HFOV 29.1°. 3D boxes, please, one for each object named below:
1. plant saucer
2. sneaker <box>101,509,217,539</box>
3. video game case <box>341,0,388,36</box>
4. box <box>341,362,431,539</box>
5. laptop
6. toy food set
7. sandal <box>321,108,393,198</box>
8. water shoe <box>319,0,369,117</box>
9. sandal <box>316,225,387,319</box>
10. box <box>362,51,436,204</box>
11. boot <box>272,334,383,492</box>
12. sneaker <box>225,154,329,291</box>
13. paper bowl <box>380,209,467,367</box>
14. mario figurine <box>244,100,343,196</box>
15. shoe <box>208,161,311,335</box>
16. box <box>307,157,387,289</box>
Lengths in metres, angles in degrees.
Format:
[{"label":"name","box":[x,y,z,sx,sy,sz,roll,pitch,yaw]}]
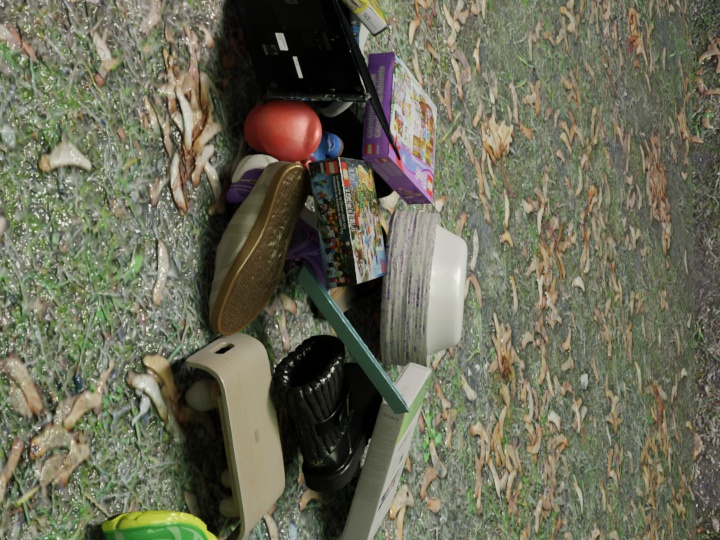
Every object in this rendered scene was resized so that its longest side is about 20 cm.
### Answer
[{"label":"plant saucer","box":[-0.011,0.077,1.551,0.201,0.019,0.070,54,1,-6]},{"label":"sneaker","box":[-0.176,0.284,1.328,0.200,0.073,0.085,48,40,-51]},{"label":"video game case","box":[-0.045,-0.404,1.689,0.180,0.025,0.202,37,27,-56]},{"label":"box","box":[0.032,0.228,1.693,0.144,0.036,0.203,-46,155,-68]},{"label":"laptop","box":[-0.050,-0.228,1.603,0.104,0.197,0.179,116,-35,-46]},{"label":"toy food set","box":[-0.136,0.177,1.464,0.143,0.059,0.203,-34,117,-74]},{"label":"sandal","box":[0.013,-0.155,1.825,0.200,0.047,0.076,41,50,-55]},{"label":"water shoe","box":[-0.037,-0.284,1.749,0.079,0.071,0.202,33,49,-31]},{"label":"sandal","box":[0.000,0.000,1.763,0.200,0.054,0.083,-43,124,-58]},{"label":"box","box":[0.053,-0.180,1.797,0.200,0.038,0.139,39,52,-66]},{"label":"boot","box":[-0.034,0.133,1.606,0.212,0.078,0.160,-74,153,-56]},{"label":"sneaker","box":[-0.094,-0.040,1.584,0.201,0.080,0.084,52,56,-34]},{"label":"paper bowl","box":[0.085,0.025,1.808,0.201,0.103,0.204,4,90,-86]},{"label":"mario figurine","box":[-0.087,-0.149,1.621,0.124,0.106,0.200,54,7,19]},{"label":"shoe","box":[-0.116,-0.026,1.498,0.070,0.053,0.202,30,84,-49]},{"label":"box","box":[-0.012,-0.055,1.575,0.200,0.037,0.139,-18,100,-79]}]
